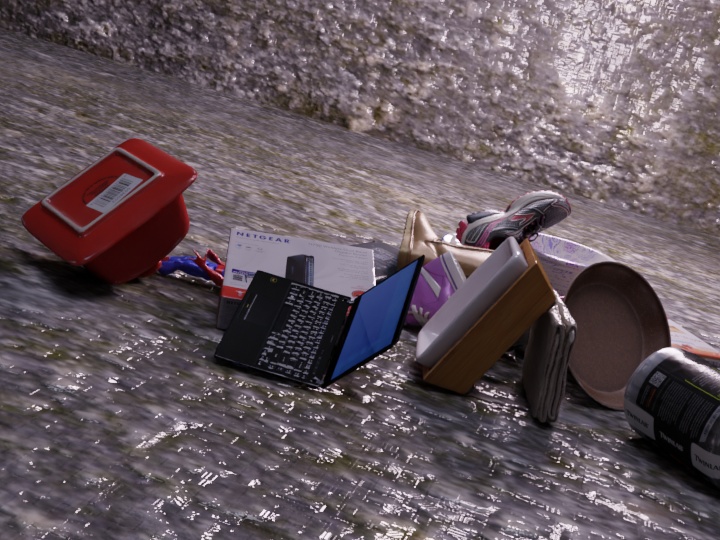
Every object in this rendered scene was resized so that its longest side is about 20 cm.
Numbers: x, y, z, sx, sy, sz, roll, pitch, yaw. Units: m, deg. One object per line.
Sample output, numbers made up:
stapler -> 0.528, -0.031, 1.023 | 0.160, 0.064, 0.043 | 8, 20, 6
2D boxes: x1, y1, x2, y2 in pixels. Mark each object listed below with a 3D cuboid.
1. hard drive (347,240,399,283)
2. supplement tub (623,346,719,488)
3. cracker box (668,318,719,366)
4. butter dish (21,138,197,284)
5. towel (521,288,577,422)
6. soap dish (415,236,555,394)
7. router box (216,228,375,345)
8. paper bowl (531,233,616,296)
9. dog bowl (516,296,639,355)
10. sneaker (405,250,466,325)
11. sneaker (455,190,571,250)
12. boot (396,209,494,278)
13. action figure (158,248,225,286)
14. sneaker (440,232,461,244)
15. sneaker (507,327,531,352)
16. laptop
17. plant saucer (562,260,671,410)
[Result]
hard drive -> 0.000, 0.000, 1.817 | 0.199, 0.033, 0.139 | -11, 27, -43
supplement tub -> 0.416, 0.180, 1.400 | 0.122, 0.123, 0.200 | 7, 15, -30
cracker box -> 0.459, 0.117, 1.844 | 0.133, 0.058, 0.200 | 10, 14, -20
butter dish -> -0.307, -0.054, 1.558 | 0.200, 0.148, 0.199 | -39, 39, -19
towel -> 0.237, 0.104, 1.495 | 0.034, 0.133, 0.200 | 10, 14, 0
soap dish -> 0.159, 0.057, 1.500 | 0.081, 0.200, 0.157 | 42, 11, -5
router box -> -0.081, 0.021, 1.542 | 0.199, 0.049, 0.180 | 8, 30, -7
paper bowl -> 0.336, 0.010, 2.047 | 0.199, 0.105, 0.201 | 14, 13, -3
dog bowl -> 0.325, 0.091, 1.722 | 0.199, 0.074, 0.200 | 7, 11, -1
sneaker -> 0.114, 0.072, 1.665 | 0.073, 0.114, 0.201 | 57, 8, -42
sneaker -> 0.259, -0.066, 1.954 | 0.199, 0.081, 0.075 | -21, 46, -14
boot -> 0.160, -0.023, 1.814 | 0.199, 0.066, 0.175 | 10, 32, 3
action figure -> -0.213, -0.003, 1.637 | 0.199, 0.052, 0.065 | 19, 10, 7
sneaker -> 0.166, 0.008, 1.954 | 0.115, 0.081, 0.199 | 21, 21, 9
sneaker -> 0.196, 0.076, 1.707 | 0.074, 0.085, 0.200 | 2, -6, -12
laptop -> -0.045, 0.041, 1.381 | 0.199, 0.104, 0.178 | 17, 36, 4
plant saucer -> 0.335, 0.089, 1.601 | 0.199, 0.202, 0.037 | 7, -15, -31
